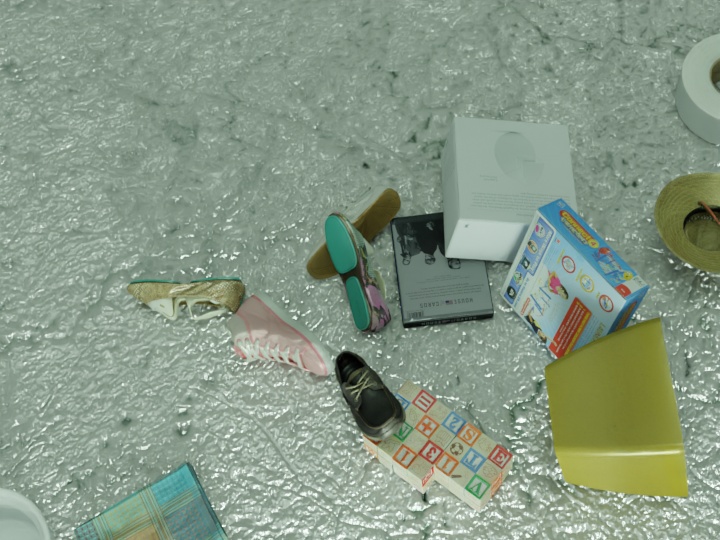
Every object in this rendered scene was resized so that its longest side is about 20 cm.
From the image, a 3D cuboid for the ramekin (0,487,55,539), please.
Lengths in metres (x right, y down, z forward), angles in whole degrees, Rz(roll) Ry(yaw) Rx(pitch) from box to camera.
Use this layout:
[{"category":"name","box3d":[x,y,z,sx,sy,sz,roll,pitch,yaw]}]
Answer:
[{"category":"ramekin","box3d":[-0.530,0.425,1.584,0.197,0.098,0.203,-2,60,4]}]

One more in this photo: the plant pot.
[{"category":"plant pot","box3d":[0.364,0.210,1.584,0.174,0.200,0.202,-9,59,13]}]

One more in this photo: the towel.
[{"category":"towel","box3d":[-0.310,0.391,1.628,0.198,0.022,0.147,-29,62,-11]}]

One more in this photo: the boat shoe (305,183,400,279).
[{"category":"boat shoe","box3d":[-0.021,-0.067,1.843,0.200,0.071,0.069,-42,39,-9]}]

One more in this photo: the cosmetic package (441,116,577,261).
[{"category":"cosmetic package","box3d":[0.240,-0.128,1.800,0.196,0.123,0.202,4,59,-6]}]

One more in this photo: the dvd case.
[{"category":"dvd case","box3d":[0.132,-0.006,1.813,0.148,0.025,0.202,-6,60,1]}]

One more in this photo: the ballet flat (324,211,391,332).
[{"category":"ballet flat","box3d":[0.000,0.000,1.777,0.071,0.069,0.203,-15,85,-42]}]

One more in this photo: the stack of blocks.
[{"category":"stack of blocks","box3d":[0.114,0.270,1.638,0.199,0.059,0.115,34,68,21]}]

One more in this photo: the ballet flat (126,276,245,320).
[{"category":"ballet flat","box3d":[-0.287,0.048,1.798,0.197,0.071,0.066,-3,74,7]}]

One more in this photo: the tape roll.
[{"category":"tape roll","box3d":[0.654,-0.315,1.916,0.199,0.071,0.205,-2,60,4]}]

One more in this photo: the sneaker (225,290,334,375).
[{"category":"sneaker","box3d":[-0.135,0.122,1.734,0.104,0.076,0.200,-39,57,-21]}]

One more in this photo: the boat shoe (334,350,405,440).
[{"category":"boat shoe","box3d":[0.003,0.183,1.638,0.074,0.074,0.200,-40,28,-4]}]

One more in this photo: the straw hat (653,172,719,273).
[{"category":"straw hat","box3d":[0.561,-0.057,1.771,0.198,0.085,0.204,1,61,-1]}]

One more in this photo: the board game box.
[{"category":"board game box","box3d":[0.319,0.030,1.674,0.055,0.201,0.196,-23,59,-31]}]
